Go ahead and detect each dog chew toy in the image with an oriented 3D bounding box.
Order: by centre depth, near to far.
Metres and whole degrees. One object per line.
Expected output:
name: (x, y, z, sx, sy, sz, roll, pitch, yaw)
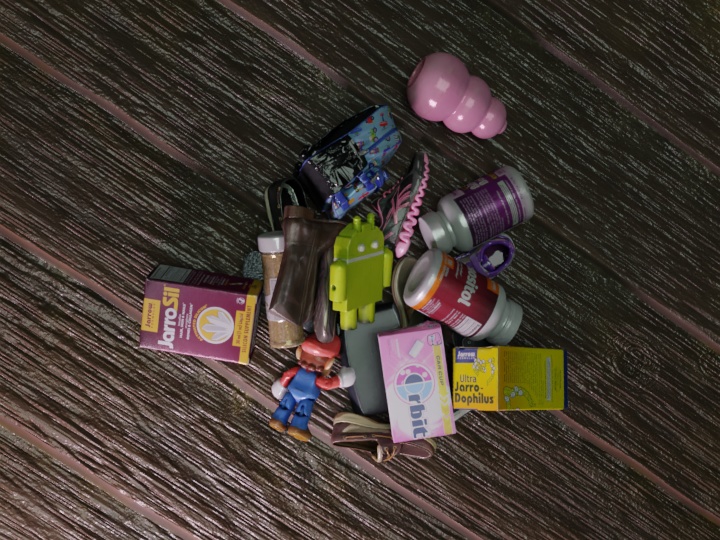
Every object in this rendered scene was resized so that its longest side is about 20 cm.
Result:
dog chew toy: (0.184, -0.313, 1.732, 0.198, 0.124, 0.126, 28, 87, -15)

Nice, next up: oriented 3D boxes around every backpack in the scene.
backpack: (-0.007, -0.198, 1.677, 0.199, 0.183, 0.135, -38, 91, -11)

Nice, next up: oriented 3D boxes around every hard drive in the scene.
hard drive: (0.032, 0.168, 1.751, 0.133, 0.042, 0.203, -12, 92, -7)

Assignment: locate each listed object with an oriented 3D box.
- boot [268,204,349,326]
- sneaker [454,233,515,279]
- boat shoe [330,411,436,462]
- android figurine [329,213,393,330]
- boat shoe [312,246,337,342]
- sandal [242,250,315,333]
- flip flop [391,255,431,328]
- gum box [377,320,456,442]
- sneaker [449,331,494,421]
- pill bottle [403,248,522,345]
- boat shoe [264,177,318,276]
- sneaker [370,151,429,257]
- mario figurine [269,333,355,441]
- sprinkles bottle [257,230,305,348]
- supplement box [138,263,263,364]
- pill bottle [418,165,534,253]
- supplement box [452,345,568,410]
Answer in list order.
boot: (-0.078, 0.007, 1.630, 0.185, 0.064, 0.203, 17, 72, -41)
sneaker: (0.211, 0.000, 1.750, 0.199, 0.088, 0.081, -38, 96, -4)
boat shoe: (0.041, 0.322, 1.727, 0.197, 0.072, 0.073, 17, 52, -3)
android figurine: (0.000, 0.000, 1.666, 0.041, 0.181, 0.203, 11, 103, 31)
boat shoe: (-0.041, 0.034, 1.705, 0.072, 0.075, 0.203, 10, 70, -15)
sandal: (-0.143, 0.043, 1.735, 0.076, 0.043, 0.200, -45, 105, 2)
flip flop: (0.104, 0.073, 1.730, 0.080, 0.057, 0.203, 6, 77, -41)
gum box: (0.098, 0.194, 1.671, 0.112, 0.066, 0.203, -8, 92, 0)
sneaker: (0.172, 0.195, 1.744, 0.200, 0.077, 0.148, -24, 105, -16)
pill bottle: (0.185, 0.053, 1.673, 0.198, 0.113, 0.114, 29, 87, -14)
boat shoe: (-0.118, -0.068, 1.705, 0.073, 0.063, 0.204, -13, 86, -40)
sneaker: (0.069, -0.131, 1.744, 0.094, 0.079, 0.203, 17, 87, 5)
mario figurine: (-0.087, 0.209, 1.717, 0.122, 0.106, 0.202, 28, 76, -13)
sprinkles bottle: (-0.139, 0.033, 1.664, 0.067, 0.068, 0.203, -7, 101, -7)
supplement box: (-0.279, 0.076, 1.661, 0.197, 0.103, 0.133, 8, 104, -1)
pill bottle: (0.211, -0.104, 1.733, 0.198, 0.112, 0.113, -27, 94, -9)
supplement box: (0.269, 0.194, 1.677, 0.198, 0.108, 0.111, 7, 81, -41)
